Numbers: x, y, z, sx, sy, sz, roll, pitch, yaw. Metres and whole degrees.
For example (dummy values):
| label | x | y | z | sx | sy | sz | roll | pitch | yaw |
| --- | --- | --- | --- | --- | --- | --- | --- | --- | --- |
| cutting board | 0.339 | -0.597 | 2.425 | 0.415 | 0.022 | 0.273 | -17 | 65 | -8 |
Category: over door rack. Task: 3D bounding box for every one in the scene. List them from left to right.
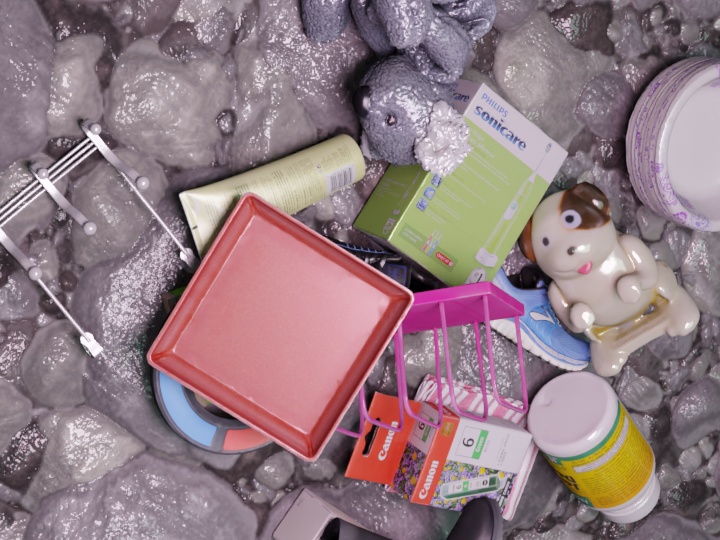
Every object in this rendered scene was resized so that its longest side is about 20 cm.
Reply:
| label | x | y | z | sx | sy | sz | roll | pitch | yaw |
| --- | --- | --- | --- | --- | --- | --- | --- | --- | --- |
| over door rack | -0.258 | -0.027 | 1.468 | 0.148 | 0.067 | 0.200 | -41 | 118 | -13 |

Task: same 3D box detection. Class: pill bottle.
| label | x | y | z | sx | sy | sz | roll | pitch | yaw |
| --- | --- | --- | --- | --- | --- | --- | --- | --- | --- |
| pill bottle | 0.287 | 0.219 | 1.797 | 0.113 | 0.113 | 0.200 | -48 | 132 | -10 |

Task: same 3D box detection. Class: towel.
| label | x | y | z | sx | sy | sz | roll | pitch | yaw |
| --- | --- | --- | --- | --- | --- | --- | --- | --- | --- |
| towel | 0.131 | 0.212 | 1.765 | 0.199 | 0.030 | 0.147 | 18 | 95 | -31 |

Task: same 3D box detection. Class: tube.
| label | x | y | z | sx | sy | sz | roll | pitch | yaw |
| --- | --- | --- | --- | --- | --- | --- | --- | --- | --- |
| tube | -0.090 | -0.082 | 1.538 | 0.199 | 0.058 | 0.052 | -28 | 160 | -25 |

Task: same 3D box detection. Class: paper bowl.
| label | x | y | z | sx | sy | sz | roll | pitch | yaw |
| --- | --- | --- | --- | --- | --- | --- | --- | --- | --- |
| paper bowl | 0.400 | -0.152 | 1.774 | 0.200 | 0.104 | 0.202 | -8 | 107 | -28 |

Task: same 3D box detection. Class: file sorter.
| label | x | y | z | sx | sy | sz | roll | pitch | yaw |
| --- | --- | --- | --- | --- | --- | --- | --- | --- | --- |
| file sorter | 0.064 | 0.098 | 1.558 | 0.139 | 0.199 | 0.126 | 29 | 54 | -66 |

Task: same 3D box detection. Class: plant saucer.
| label | x | y | z | sx | sy | sz | roll | pitch | yaw |
| --- | --- | --- | --- | --- | --- | --- | --- | --- | --- |
| plant saucer | -0.079 | 0.056 | 1.494 | 0.199 | 0.037 | 0.200 | 32 | 94 | -1 |

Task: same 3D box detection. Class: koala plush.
| label | x | y | z | sx | sy | sz | roll | pitch | yaw |
| --- | --- | --- | --- | --- | --- | --- | --- | --- | --- |
| koala plush | 0.052 | -0.201 | 1.537 | 0.183 | 0.177 | 0.201 | -8 | 103 | -37 |

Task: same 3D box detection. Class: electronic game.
| label | x | y | z | sx | sy | sz | roll | pitch | yaw |
| --- | --- | --- | --- | --- | --- | --- | --- | --- | --- |
| electronic game | -0.124 | 0.096 | 1.563 | 0.199 | 0.042 | 0.201 | -8 | 106 | -27 |

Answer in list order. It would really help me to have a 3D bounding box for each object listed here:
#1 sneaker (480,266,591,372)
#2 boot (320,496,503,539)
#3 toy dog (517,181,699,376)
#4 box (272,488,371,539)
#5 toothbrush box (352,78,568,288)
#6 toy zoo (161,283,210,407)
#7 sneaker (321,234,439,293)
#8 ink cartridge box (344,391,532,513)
| label | x | y | z | sx | sy | sz | roll | pitch | yaw |
| --- | --- | --- | --- | --- | --- | --- | --- | --- | --- |
| sneaker | 0.204 | 0.050 | 1.735 | 0.200 | 0.078 | 0.089 | 32 | 89 | -31 |
| boot | 0.050 | 0.306 | 1.640 | 0.199 | 0.066 | 0.166 | 19 | 72 | -20 |
| toy dog | 0.269 | -0.012 | 1.683 | 0.139 | 0.195 | 0.200 | -25 | 134 | 27 |
| box | 0.002 | 0.331 | 1.696 | 0.200 | 0.082 | 0.069 | 38 | 85 | -29 |
| toothbrush box | 0.111 | -0.089 | 1.642 | 0.145 | 0.086 | 0.201 | 33 | 87 | -31 |
| toy zoo | -0.103 | 0.050 | 1.599 | 0.199 | 0.020 | 0.132 | -22 | 113 | -22 |
| sneaker | 0.000 | 0.000 | 1.587 | 0.200 | 0.078 | 0.070 | 22 | 62 | -44 |
| ink cartridge box | 0.090 | 0.210 | 1.698 | 0.199 | 0.050 | 0.109 | 16 | 98 | -32 |
